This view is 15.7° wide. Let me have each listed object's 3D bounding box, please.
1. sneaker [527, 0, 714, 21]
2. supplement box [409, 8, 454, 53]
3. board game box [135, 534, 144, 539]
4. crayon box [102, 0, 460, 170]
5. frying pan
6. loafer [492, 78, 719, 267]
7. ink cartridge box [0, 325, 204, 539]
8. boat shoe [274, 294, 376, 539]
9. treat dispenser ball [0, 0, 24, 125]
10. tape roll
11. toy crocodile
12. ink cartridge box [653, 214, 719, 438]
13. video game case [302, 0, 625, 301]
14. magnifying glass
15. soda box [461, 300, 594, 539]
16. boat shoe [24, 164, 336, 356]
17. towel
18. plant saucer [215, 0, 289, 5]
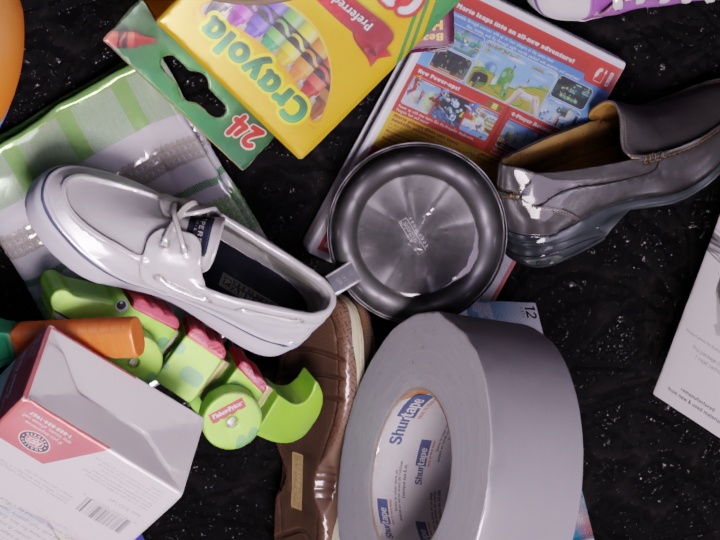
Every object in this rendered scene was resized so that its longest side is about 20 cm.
[{"bbox_3d":[0.208,-0.195,1.646,0.199,0.114,0.073,-18,119,-10],"label":"sneaker"},{"bbox_3d":[-0.020,-0.233,1.551,0.130,0.103,0.201,-7,114,-16],"label":"supplement box"},{"bbox_3d":[-0.223,0.239,1.715,0.199,0.045,0.153,-25,118,-8],"label":"board game box"},{"bbox_3d":[-0.033,-0.156,1.493,0.200,0.051,0.127,-45,118,6],"label":"crayon box"},{"bbox_3d":[-0.001,-0.017,1.652,0.189,0.031,0.116,-9,93,2],"label":"frying pan"},{"bbox_3d":[0.172,-0.078,1.693,0.199,0.073,0.073,-32,130,-21],"label":"loafer"},{"bbox_3d":[-0.200,0.133,1.598,0.116,0.068,0.200,33,131,-18],"label":"ink cartridge box"},{"bbox_3d":[-0.012,0.109,1.732,0.075,0.075,0.204,-11,116,-43],"label":"boat shoe"},{"bbox_3d":[-0.285,-0.130,1.443,0.199,0.201,0.202,-8,115,-17],"label":"treat dispenser ball"},{"bbox_3d":[0.058,0.128,1.602,0.066,0.200,0.201,8,110,-26],"label":"tape roll"},{"bbox_3d":[-0.112,0.053,1.629,0.199,0.068,0.062,32,99,-22],"label":"toy crocodile"},{"bbox_3d":[0.300,0.011,1.763,0.146,0.083,0.201,2,113,-44],"label":"ink cartridge box"},{"bbox_3d":[0.067,-0.076,1.701,0.142,0.017,0.201,23,104,-27],"label":"video game case"},{"bbox_3d":[-0.226,0.043,1.586,0.199,0.022,0.080,-2,117,19],"label":"magnifying glass"},{"bbox_3d":[0.094,0.116,1.686,0.063,0.201,0.069,2,142,-20],"label":"soda box"},{"bbox_3d":[-0.105,-0.016,1.589,0.199,0.074,0.065,24,147,-23],"label":"boat shoe"},{"bbox_3d":[-0.143,-0.023,1.640,0.149,0.031,0.201,-32,119,-6],"label":"towel"},{"bbox_3d":[-0.053,-0.243,1.432,0.199,0.029,0.202,-1,85,12],"label":"plant saucer"}]
